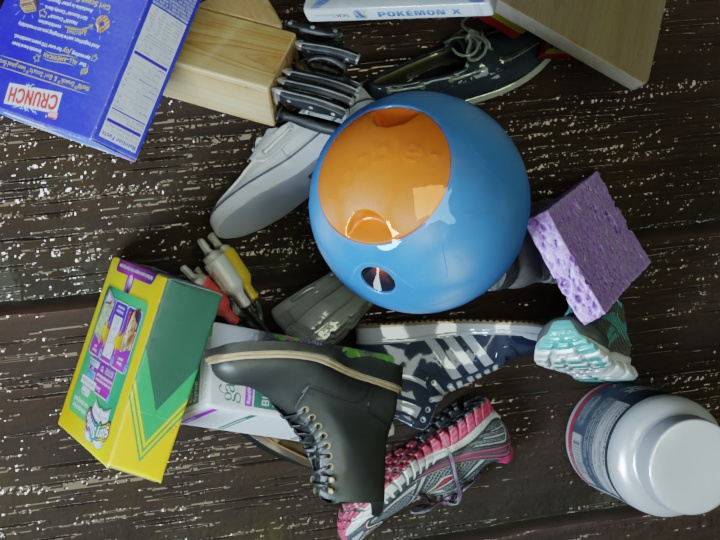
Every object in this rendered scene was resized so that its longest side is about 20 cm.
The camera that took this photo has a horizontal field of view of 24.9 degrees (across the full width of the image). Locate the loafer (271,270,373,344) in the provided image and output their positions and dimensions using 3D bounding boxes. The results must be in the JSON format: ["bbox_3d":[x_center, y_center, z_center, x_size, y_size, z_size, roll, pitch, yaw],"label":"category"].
[{"bbox_3d":[0.000,0.000,1.587,0.200,0.070,0.070,-40,74,-23],"label":"loafer"}]

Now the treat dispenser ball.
[{"bbox_3d":[0.054,-0.061,1.472,0.201,0.201,0.201,-1,93,-12],"label":"treat dispenser ball"}]

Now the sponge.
[{"bbox_3d":[0.222,-0.025,1.576,0.030,0.200,0.112,-29,92,26],"label":"sponge"}]

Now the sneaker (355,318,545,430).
[{"bbox_3d":[0.095,0.102,1.613,0.200,0.070,0.109,-1,88,-5],"label":"sneaker"}]

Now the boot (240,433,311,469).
[{"bbox_3d":[-0.090,0.136,1.581,0.200,0.074,0.075,31,76,-9],"label":"boot"}]

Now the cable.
[{"bbox_3d":[-0.099,0.055,1.568,0.200,0.050,0.097,43,39,-6],"label":"cable"}]

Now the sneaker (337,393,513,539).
[{"bbox_3d":[0.064,0.208,1.607,0.200,0.081,0.075,-35,101,-9],"label":"sneaker"}]

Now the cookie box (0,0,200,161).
[{"bbox_3d":[-0.247,-0.219,1.480,0.171,0.075,0.200,20,87,33],"label":"cookie box"}]

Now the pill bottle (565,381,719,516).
[{"bbox_3d":[0.287,0.176,1.591,0.119,0.200,0.120,-1,93,-12],"label":"pill bottle"}]

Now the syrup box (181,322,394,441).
[{"bbox_3d":[-0.072,0.109,1.514,0.200,0.081,0.079,13,68,-32],"label":"syrup box"}]

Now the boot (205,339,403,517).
[{"bbox_3d":[-0.046,0.138,1.429,0.200,0.077,0.138,12,76,-32],"label":"boot"}]

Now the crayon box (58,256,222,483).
[{"bbox_3d":[-0.204,0.085,1.483,0.058,0.200,0.173,18,89,-23],"label":"crayon box"}]

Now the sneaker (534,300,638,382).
[{"bbox_3d":[0.219,0.056,1.596,0.078,0.200,0.091,-3,79,20],"label":"sneaker"}]

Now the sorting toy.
[{"bbox_3d":[0.198,-0.292,1.583,0.199,0.070,0.200,26,62,-18],"label":"sorting toy"}]

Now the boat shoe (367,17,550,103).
[{"bbox_3d":[0.100,-0.204,1.598,0.200,0.075,0.062,-24,126,-3],"label":"boat shoe"}]

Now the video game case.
[{"bbox_3d":[0.054,-0.318,1.521,0.182,0.022,0.200,1,60,22],"label":"video game case"}]

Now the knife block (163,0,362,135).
[{"bbox_3d":[-0.103,-0.176,1.521,0.200,0.064,0.176,-23,61,-10],"label":"knife block"}]

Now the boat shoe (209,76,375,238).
[{"bbox_3d":[-0.071,-0.111,1.574,0.200,0.072,0.066,-40,65,8],"label":"boat shoe"}]

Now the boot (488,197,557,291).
[{"bbox_3d":[0.145,-0.066,1.618,0.132,0.070,0.200,-4,68,-39],"label":"boot"}]
